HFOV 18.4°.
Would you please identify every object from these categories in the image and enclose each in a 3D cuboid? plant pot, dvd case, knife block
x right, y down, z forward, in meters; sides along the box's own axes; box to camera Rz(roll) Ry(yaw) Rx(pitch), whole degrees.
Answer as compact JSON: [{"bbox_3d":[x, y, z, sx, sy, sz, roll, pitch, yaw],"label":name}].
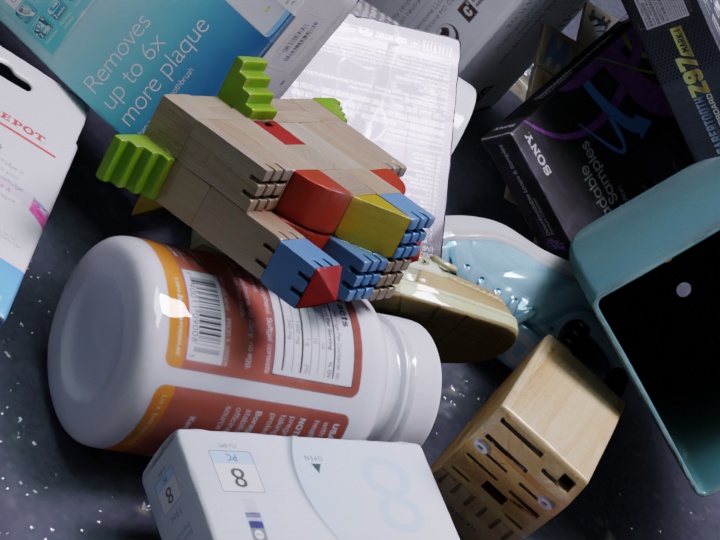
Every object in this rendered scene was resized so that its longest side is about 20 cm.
[{"bbox_3d":[0.210,0.016,1.364,0.142,0.141,0.200,60,1,-16],"label":"plant pot"},{"bbox_3d":[-0.016,-0.061,1.351,0.148,0.016,0.201,11,73,-19],"label":"dvd case"},{"bbox_3d":[0.113,0.079,1.291,0.064,0.200,0.176,41,64,2],"label":"knife block"}]

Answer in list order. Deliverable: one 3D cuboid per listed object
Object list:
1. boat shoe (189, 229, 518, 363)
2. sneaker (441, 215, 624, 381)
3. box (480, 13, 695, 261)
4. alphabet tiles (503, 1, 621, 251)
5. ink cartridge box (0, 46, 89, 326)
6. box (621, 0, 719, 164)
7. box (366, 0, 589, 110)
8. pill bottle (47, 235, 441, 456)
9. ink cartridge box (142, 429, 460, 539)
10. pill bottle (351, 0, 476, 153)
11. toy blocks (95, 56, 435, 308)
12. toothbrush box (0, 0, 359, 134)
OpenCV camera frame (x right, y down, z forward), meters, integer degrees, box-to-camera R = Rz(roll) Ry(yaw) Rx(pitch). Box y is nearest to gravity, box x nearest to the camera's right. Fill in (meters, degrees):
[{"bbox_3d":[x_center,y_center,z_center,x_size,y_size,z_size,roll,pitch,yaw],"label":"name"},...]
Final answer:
[{"bbox_3d":[-0.001,0.001,1.296,0.200,0.073,0.063,13,59,-9],"label":"boat shoe"},{"bbox_3d":[0.095,0.025,1.414,0.199,0.074,0.082,15,37,-32],"label":"sneaker"},{"bbox_3d":[0.183,-0.082,1.544,0.200,0.036,0.143,-41,108,-34],"label":"box"},{"bbox_3d":[0.174,-0.080,1.563,0.166,0.006,0.201,27,67,-33],"label":"alphabet tiles"},{"bbox_3d":[-0.227,-0.044,1.193,0.115,0.068,0.200,32,35,-14],"label":"ink cartridge box"},{"bbox_3d":[0.230,-0.153,1.481,0.200,0.051,0.158,62,24,-25],"label":"box"},{"bbox_3d":[0.061,-0.242,1.565,0.200,0.199,0.131,49,33,12],"label":"box"},{"bbox_3d":[-0.059,0.052,1.207,0.199,0.112,0.112,13,43,-35],"label":"pill bottle"},{"bbox_3d":[-0.008,0.173,1.116,0.160,0.047,0.200,8,44,-38],"label":"ink cartridge box"},{"bbox_3d":[-0.032,-0.130,1.432,0.200,0.114,0.114,32,35,-11],"label":"pill bottle"},{"bbox_3d":[-0.026,-0.036,1.193,0.137,0.100,0.200,37,20,23],"label":"toy blocks"},{"bbox_3d":[-0.124,-0.171,1.287,0.200,0.147,0.085,44,11,13],"label":"toothbrush box"}]
